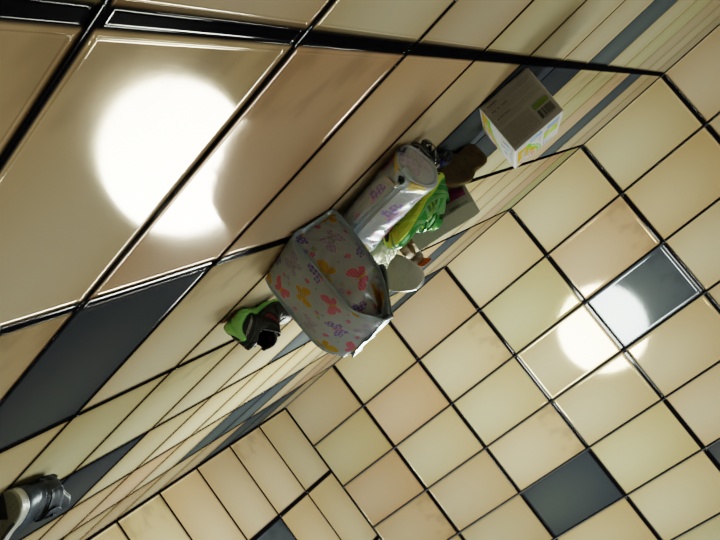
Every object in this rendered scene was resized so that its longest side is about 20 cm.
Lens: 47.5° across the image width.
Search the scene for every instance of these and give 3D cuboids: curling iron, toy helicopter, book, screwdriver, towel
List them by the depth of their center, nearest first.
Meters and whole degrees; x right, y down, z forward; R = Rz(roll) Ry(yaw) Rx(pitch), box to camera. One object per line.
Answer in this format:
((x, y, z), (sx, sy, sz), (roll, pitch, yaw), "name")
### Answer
((0.080, -0.159, 1.386), (0.026, 0.049, 0.200), (-51, 180, -30), "curling iron")
((0.135, -0.179, 1.442), (0.028, 0.029, 0.200), (-39, -171, 28), "screwdriver")
((0.000, 0.000, 1.491), (0.147, 0.037, 0.201), (-25, 160, -34), "towel")
((0.155, -0.114, 1.577), (0.133, 0.048, 0.200), (-31, -166, 10), "book")
((0.099, -0.058, 1.714), (0.079, 0.133, 0.200), (-40, 172, 10), "toy helicopter")

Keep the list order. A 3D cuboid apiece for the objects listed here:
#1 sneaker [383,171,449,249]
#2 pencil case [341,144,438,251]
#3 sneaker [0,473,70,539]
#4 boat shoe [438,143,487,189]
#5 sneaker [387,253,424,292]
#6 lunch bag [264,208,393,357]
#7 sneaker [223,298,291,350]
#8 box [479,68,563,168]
((0.109, -0.097, 1.433), (0.074, 0.084, 0.200), (-11, -150, 44), "sneaker")
((0.041, -0.111, 1.325), (0.200, 0.083, 0.091), (-45, -169, 43), "pencil case")
((-0.619, 0.450, 1.489), (0.202, 0.077, 0.146), (-43, 168, 20), "sneaker")
((0.183, -0.189, 1.592), (0.065, 0.071, 0.199), (-45, 171, 36), "boat shoe")
((0.051, -0.005, 1.686), (0.088, 0.198, 0.076), (-7, 107, -61), "sneaker")
((-0.040, 0.032, 1.338), (0.127, 0.201, 0.170), (-32, 169, -33), "lunch bag")
((-0.184, 0.109, 1.537), (0.077, 0.084, 0.200), (-41, 172, 23), "sneaker")
((0.294, -0.274, 1.507), (0.112, 0.102, 0.200), (-40, 172, 8), "box")
